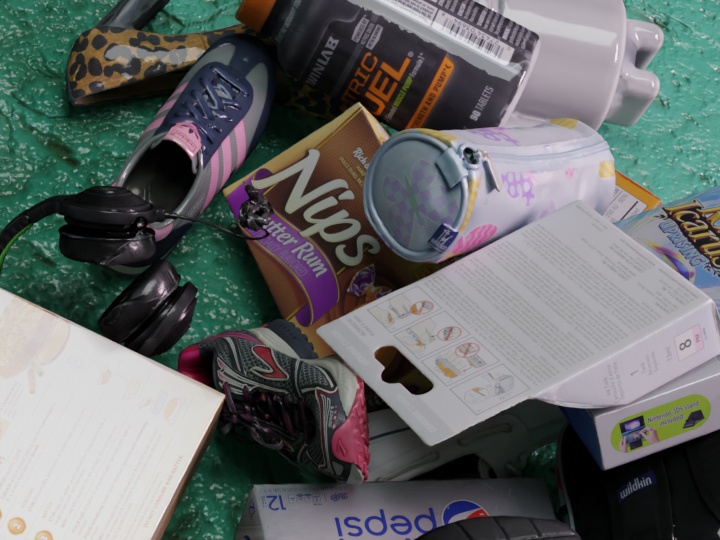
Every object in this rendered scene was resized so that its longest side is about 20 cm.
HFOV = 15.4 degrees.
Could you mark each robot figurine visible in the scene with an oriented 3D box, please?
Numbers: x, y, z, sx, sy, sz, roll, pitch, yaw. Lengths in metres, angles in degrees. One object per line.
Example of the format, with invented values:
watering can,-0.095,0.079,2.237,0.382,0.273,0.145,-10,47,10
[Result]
robot figurine,0.119,-0.161,1.952,0.199,0.113,0.170,12,62,-9

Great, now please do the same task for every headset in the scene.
headset,-0.148,0.000,1.699,0.200,0.094,0.124,-25,100,3

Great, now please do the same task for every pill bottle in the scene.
pill bottle,0.015,-0.160,1.839,0.200,0.106,0.106,27,49,-4

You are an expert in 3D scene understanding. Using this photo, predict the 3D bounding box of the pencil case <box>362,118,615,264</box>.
pencil case,0.087,-0.057,1.747,0.083,0.091,0.200,49,28,22

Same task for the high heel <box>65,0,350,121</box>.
high heel,-0.105,-0.124,1.889,0.200,0.071,0.143,33,60,7

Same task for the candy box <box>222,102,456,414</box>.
candy box,0.000,0.000,1.784,0.117,0.056,0.200,-32,61,11

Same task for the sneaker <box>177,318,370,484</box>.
sneaker,-0.051,0.088,1.681,0.074,0.081,0.200,-7,14,-24

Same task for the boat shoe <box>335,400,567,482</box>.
boat shoe,0.076,0.119,1.751,0.199,0.074,0.065,-14,62,-15

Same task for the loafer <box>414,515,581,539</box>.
loafer,0.043,0.207,1.626,0.199,0.072,0.073,-17,55,-5

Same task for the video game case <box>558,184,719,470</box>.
video game case,0.198,0.030,1.700,0.181,0.046,0.200,-18,33,-9

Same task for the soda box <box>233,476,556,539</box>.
soda box,0.025,0.177,1.684,0.199,0.064,0.068,-1,52,-19

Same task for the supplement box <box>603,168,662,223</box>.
supplement box,0.131,0.008,1.853,0.069,0.067,0.200,36,50,15

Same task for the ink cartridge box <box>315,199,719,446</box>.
ink cartridge box,0.097,0.043,1.639,0.200,0.057,0.163,-30,35,-13

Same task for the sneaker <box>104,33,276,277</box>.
sneaker,-0.111,-0.088,1.807,0.070,0.082,0.200,28,67,0

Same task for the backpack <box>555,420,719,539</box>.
backpack,0.219,0.146,1.692,0.177,0.151,0.200,-26,40,10

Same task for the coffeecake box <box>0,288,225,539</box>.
coffeecake box,-0.207,0.109,1.638,0.200,0.073,0.154,26,62,2
